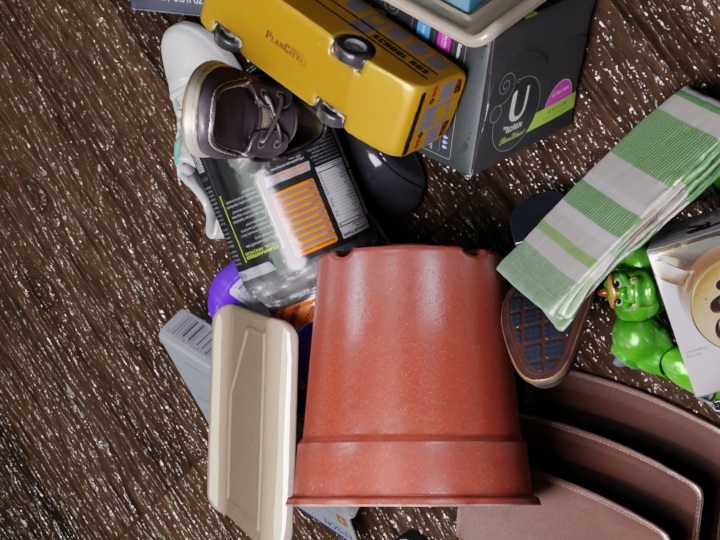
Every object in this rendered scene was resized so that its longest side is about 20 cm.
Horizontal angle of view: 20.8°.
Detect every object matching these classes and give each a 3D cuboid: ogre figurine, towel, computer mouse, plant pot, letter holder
[{"bbox_3d":[0.244,0.008,1.486,0.119,0.098,0.201,-1,123,22],"label":"ogre figurine"},{"bbox_3d":[0.191,-0.050,1.419,0.200,0.153,0.023,-46,108,3],"label":"towel"},{"bbox_3d":[-0.036,-0.118,1.701,0.140,0.046,0.201,-35,83,41],"label":"computer mouse"},{"bbox_3d":[0.040,0.085,1.525,0.200,0.200,0.197,-5,82,41],"label":"plant pot"},{"bbox_3d":[0.189,0.172,1.588,0.199,0.100,0.144,19,116,34],"label":"letter holder"}]

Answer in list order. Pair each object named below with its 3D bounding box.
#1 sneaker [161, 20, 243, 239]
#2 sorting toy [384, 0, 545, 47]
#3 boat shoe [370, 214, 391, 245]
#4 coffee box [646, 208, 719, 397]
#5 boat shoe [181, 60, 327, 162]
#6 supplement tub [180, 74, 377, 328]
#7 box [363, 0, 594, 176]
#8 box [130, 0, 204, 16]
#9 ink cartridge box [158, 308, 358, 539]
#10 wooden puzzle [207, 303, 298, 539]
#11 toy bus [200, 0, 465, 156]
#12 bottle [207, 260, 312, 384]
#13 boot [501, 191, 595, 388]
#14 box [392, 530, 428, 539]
[{"bbox_3d":[-0.141,-0.125,1.759,0.075,0.088,0.202,-20,93,44],"label":"sneaker"},{"bbox_3d":[0.073,-0.251,1.463,0.199,0.185,0.037,29,139,30],"label":"sorting toy"},{"bbox_3d":[0.000,0.000,1.705,0.200,0.057,0.067,43,139,20],"label":"boat shoe"},{"bbox_3d":[0.315,0.001,1.373,0.198,0.080,0.114,-17,100,18],"label":"coffee box"},{"bbox_3d":[-0.077,-0.116,1.469,0.064,0.200,0.073,8,93,16],"label":"boat shoe"},{"bbox_3d":[-0.062,-0.059,1.635,0.122,0.122,0.202,-18,95,43],"label":"supplement tub"},{"bbox_3d":[0.057,-0.183,1.524,0.199,0.148,0.125,27,126,29],"label":"box"},{"bbox_3d":[-0.095,-0.317,1.627,0.195,0.117,0.202,10,112,37],"label":"box"},{"bbox_3d":[-0.081,0.145,1.806,0.199,0.041,0.201,29,154,37],"label":"ink cartridge box"},{"bbox_3d":[-0.086,0.127,1.641,0.200,0.037,0.187,-171,82,-71],"label":"wooden puzzle"},{"bbox_3d":[-0.024,-0.166,1.443,0.199,0.078,0.065,37,131,23],"label":"toy bus"},{"bbox_3d":[-0.044,0.060,1.752,0.199,0.083,0.066,34,135,25],"label":"bottle"},{"bbox_3d":[0.155,0.037,1.509,0.074,0.201,0.097,-10,130,17],"label":"boot"},{"bbox_3d":[0.089,0.367,1.786,0.199,0.047,0.195,29,126,28],"label":"box"}]
